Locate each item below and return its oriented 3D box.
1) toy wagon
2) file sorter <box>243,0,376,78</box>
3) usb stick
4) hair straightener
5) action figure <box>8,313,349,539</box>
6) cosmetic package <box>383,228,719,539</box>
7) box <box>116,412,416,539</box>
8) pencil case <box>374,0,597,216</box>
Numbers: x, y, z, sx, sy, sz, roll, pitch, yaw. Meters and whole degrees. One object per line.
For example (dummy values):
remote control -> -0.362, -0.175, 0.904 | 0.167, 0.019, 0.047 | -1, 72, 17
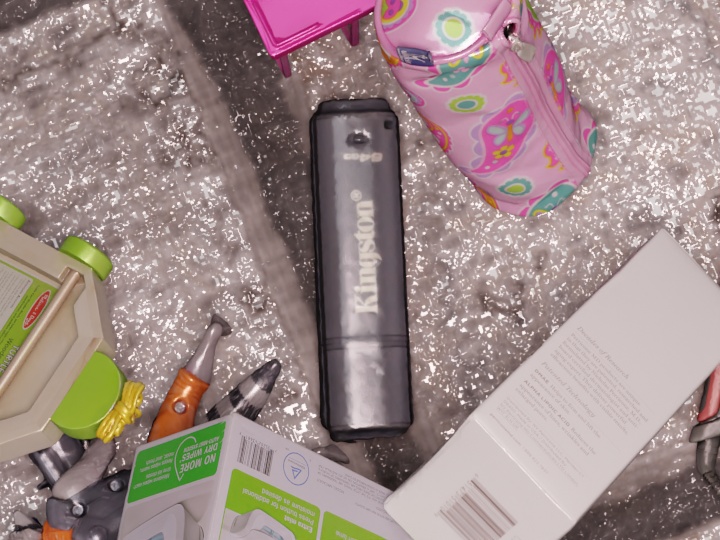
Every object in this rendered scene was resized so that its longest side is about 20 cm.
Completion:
toy wagon -> -0.202, 0.048, 1.311 | 0.199, 0.040, 0.156 | 26, 75, 25
file sorter -> 0.012, -0.216, 1.322 | 0.199, 0.125, 0.140 | -26, 84, -2
usb stick -> 0.000, 0.000, 1.352 | 0.055, 0.033, 0.202 | -3, 85, 2
hair straightener -> 0.242, 0.041, 1.338 | 0.076, 0.041, 0.202 | 11, 86, 3
action figure -> -0.134, 0.106, 1.315 | 0.193, 0.105, 0.200 | -41, 88, -11
cosmetic package -> 0.116, 0.077, 1.257 | 0.081, 0.113, 0.200 | 45, 48, 4
box -> -0.033, 0.200, 1.230 | 0.199, 0.096, 0.178 | 28, 58, -33
pencil case -> 0.073, -0.105, 1.275 | 0.087, 0.200, 0.088 | -8, 63, 16
